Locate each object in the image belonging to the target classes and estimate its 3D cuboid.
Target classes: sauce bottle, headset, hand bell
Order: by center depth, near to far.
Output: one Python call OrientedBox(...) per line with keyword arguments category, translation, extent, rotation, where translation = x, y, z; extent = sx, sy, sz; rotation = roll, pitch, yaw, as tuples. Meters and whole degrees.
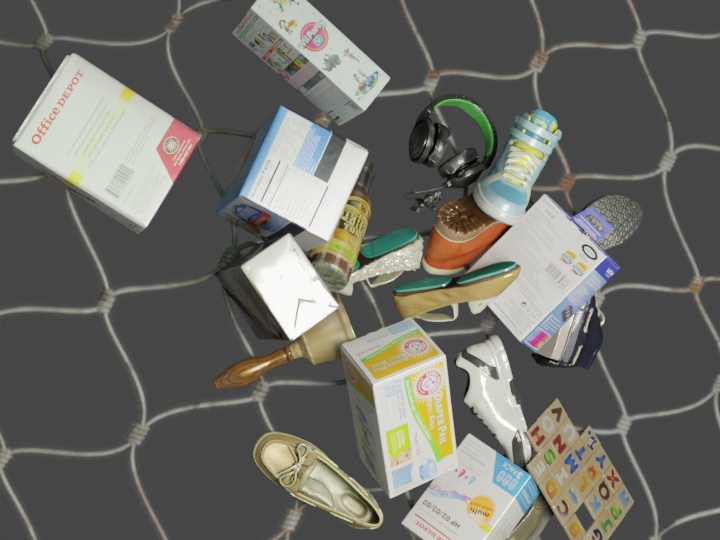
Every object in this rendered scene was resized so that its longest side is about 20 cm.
OrientedBox(category="hand bell", translation=(-0.104, 0.116, 1.691), extent=(0.198, 0.104, 0.105), rotation=(-22, 93, -4))
OrientedBox(category="sauce bottle", translation=(-0.022, -0.067, 1.693), extent=(0.064, 0.065, 0.202), rotation=(25, 54, -14))
OrientedBox(category="headset", translation=(0.125, -0.164, 1.759), extent=(0.123, 0.094, 0.201), rotation=(36, 66, -11))

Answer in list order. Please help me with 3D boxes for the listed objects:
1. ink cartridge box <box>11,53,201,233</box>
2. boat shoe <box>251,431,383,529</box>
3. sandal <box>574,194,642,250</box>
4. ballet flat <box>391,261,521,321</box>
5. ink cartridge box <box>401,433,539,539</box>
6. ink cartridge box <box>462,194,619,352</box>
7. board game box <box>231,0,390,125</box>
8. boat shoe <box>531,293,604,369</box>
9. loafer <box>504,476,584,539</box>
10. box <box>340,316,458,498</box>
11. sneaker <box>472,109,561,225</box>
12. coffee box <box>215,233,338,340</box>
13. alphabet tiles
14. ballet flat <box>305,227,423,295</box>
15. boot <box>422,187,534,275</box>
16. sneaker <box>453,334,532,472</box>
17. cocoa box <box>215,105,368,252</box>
OrientedBox(category="ink cartridge box", translation=(-0.332, -0.164, 1.626), extent=(0.199, 0.083, 0.146), rotation=(33, 78, -12))
OrientedBox(category="boat shoe", translation=(-0.056, 0.286, 1.692), extent=(0.200, 0.063, 0.073), rotation=(39, 77, -11))
OrientedBox(category="sandal", translation=(0.324, -0.046, 1.844), extent=(0.199, 0.045, 0.075), rotation=(-35, 93, -1))
OrientedBox(category="ballet flat", translation=(0.138, 0.034, 1.723), extent=(0.069, 0.198, 0.064), rotation=(-36, 111, -55))
OrientedBox(category="ink cartridge box", translation=(0.140, 0.343, 1.717), extent=(0.115, 0.068, 0.201), rotation=(30, 74, 32))
OrientedBox(category="ink cartridge box", translation=(0.262, -0.007, 1.738), extent=(0.200, 0.076, 0.137), rotation=(-46, 62, 9))
OrientedBox(category="board game box", translation=(-0.069, -0.291, 1.680), extent=(0.200, 0.147, 0.065), rotation=(40, 78, -11))
OrientedBox(category="boat shoe", translation=(0.317, 0.048, 1.809), extent=(0.092, 0.074, 0.202), rotation=(17, 95, -35))
OrientedBox(category="loafer", translation=(0.233, 0.338, 1.777), extent=(0.200, 0.075, 0.070), rotation=(-41, 95, -25))
OrientedBox(category="box", translation=(0.053, 0.182, 1.665), extent=(0.111, 0.101, 0.202), rotation=(-21, 126, -17))
OrientedBox(category="sneaker", translation=(0.220, -0.151, 1.720), extent=(0.079, 0.200, 0.131), rotation=(27, 118, -2))
OrientedBox(category="coffee box", translation=(-0.112, 0.025, 1.620), extent=(0.079, 0.200, 0.115), rotation=(-35, 96, -14))
OrientedBox(category="alphabet tiles", translation=(0.307, 0.290, 1.774), extent=(0.167, 0.008, 0.201), rotation=(-36, 97, -47))
OrientedBox(category="ballet flat", translation=(0.000, 0.000, 1.730), extent=(0.198, 0.072, 0.073), rotation=(-16, 91, -15))
OrientedBox(category="boot", translation=(0.165, -0.058, 1.781), extent=(0.199, 0.108, 0.075), rotation=(-21, 56, -39))
OrientedBox(category="sneaker", translation=(0.190, 0.197, 1.778), extent=(0.079, 0.074, 0.202), rotation=(-17, 87, -3))
OrientedBox(category="cocoa box", translation=(-0.095, -0.113, 1.633), extent=(0.130, 0.200, 0.135), rotation=(26, 79, -12))
